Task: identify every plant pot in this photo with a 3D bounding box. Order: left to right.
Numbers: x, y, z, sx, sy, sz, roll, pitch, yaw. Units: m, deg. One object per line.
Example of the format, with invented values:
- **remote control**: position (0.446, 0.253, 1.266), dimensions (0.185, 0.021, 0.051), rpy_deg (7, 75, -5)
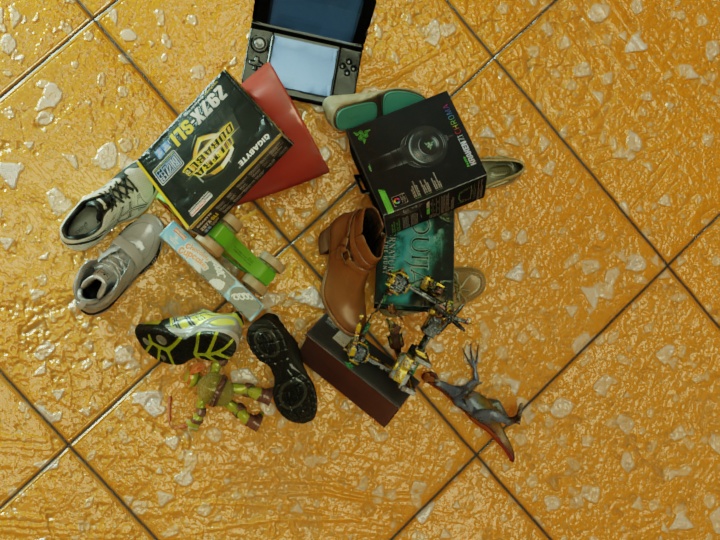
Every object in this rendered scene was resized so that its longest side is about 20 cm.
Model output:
- **plant pot**: position (-0.172, -0.207, 1.407), dimensions (0.176, 0.200, 0.202), rpy_deg (-29, 93, 2)

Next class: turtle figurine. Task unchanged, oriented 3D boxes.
- **turtle figurine**: position (-0.226, 0.192, 1.441), dimensions (0.160, 0.064, 0.202), rpy_deg (23, 85, -8)

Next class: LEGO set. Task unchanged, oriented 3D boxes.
- **LEGO set**: position (0.067, 0.100, 1.370), dimensions (0.153, 0.116, 0.201), rpy_deg (37, 95, -5)

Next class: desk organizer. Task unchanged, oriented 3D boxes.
- **desk organizer**: position (-0.006, 0.168, 1.468), dimensions (0.199, 0.077, 0.072), rpy_deg (38, 50, 9)

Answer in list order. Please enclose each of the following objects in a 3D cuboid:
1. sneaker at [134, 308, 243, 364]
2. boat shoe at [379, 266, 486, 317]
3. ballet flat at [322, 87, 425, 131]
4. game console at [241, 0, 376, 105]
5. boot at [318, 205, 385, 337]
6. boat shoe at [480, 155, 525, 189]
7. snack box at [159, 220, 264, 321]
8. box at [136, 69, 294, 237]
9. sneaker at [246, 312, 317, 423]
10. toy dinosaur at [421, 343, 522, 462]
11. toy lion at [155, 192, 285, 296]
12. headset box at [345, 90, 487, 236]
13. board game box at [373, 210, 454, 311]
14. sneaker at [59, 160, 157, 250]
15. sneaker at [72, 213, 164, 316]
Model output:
- **sneaker**: position (-0.278, 0.105, 1.417), dimensions (0.198, 0.077, 0.076), rpy_deg (2, 127, 22)
- **boat shoe**: position (0.129, 0.041, 1.500), dimensions (0.198, 0.063, 0.074), rpy_deg (-17, 91, -9)
- **ballet flat**: position (0.023, -0.283, 1.484), dimensions (0.198, 0.069, 0.070), rpy_deg (-10, 90, -30)
- **game console**: position (-0.089, -0.382, 1.450), dimensions (0.198, 0.116, 0.178), rpy_deg (11, 87, -8)
- **boot**: position (0.000, 0.000, 1.424), dimensions (0.076, 0.155, 0.202), rpy_deg (-1, 77, -32)
- **boat shoe**: position (0.188, -0.165, 1.513), dimensions (0.199, 0.063, 0.074), rpy_deg (-7, 90, -9)
- **snack box**: position (-0.242, 0.002, 1.418), dimensions (0.200, 0.116, 0.037), rpy_deg (44, 83, -5)
- **box**: position (-0.221, -0.177, 1.299), dimensions (0.200, 0.049, 0.160), rpy_deg (-44, 64, 6)
- **sneaker**: position (-0.120, 0.159, 1.443), dimensions (0.075, 0.091, 0.202), rpy_deg (-17, 104, 11)
- **toy dinosaur**: position (0.189, 0.236, 1.497), dimensions (0.180, 0.105, 0.202), rpy_deg (8, 100, 12)
- **toy lion**: position (-0.239, -0.059, 1.404), dimensions (0.069, 0.191, 0.200), rpy_deg (-52, 136, -9)
- **headset box**: position (0.087, -0.177, 1.450), dimensions (0.198, 0.093, 0.175), rpy_deg (-21, 70, -2)
- **board game box**: position (0.094, -0.029, 1.474), dimensions (0.134, 0.028, 0.202), rpy_deg (3, 68, -1)
- **sneaker**: position (-0.406, -0.106, 1.411), dimensions (0.076, 0.088, 0.200), rpy_deg (45, 82, -3)
- **sneaker**: position (-0.390, -0.009, 1.396), dimensions (0.075, 0.115, 0.200), rpy_deg (39, 83, -6)
